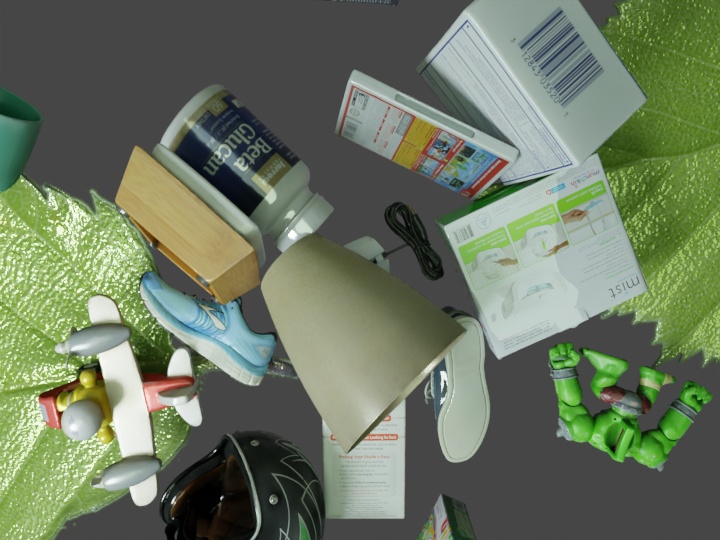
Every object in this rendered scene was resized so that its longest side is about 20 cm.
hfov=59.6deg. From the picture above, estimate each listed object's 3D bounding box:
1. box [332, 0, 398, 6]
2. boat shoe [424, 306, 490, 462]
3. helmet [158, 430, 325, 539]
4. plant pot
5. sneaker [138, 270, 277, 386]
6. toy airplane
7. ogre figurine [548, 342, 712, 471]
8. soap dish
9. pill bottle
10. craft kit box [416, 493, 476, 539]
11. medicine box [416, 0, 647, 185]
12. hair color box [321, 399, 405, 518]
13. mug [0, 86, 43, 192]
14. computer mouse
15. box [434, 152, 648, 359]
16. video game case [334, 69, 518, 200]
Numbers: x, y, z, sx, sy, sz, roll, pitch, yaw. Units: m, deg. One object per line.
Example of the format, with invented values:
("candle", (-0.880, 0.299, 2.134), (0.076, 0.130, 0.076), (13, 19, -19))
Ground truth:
("box", (-0.037, -0.418, 0.704), (0.178, 0.104, 0.205), (2, 99, 1))
("boat shoe", (0.120, 0.147, 0.812), (0.073, 0.062, 0.204), (-12, 108, -14))
("helmet", (-0.134, 0.302, 0.774), (0.190, 0.200, 0.202), (-38, 98, -11))
("plant pot", (-0.015, 0.061, 0.705), (0.187, 0.187, 0.200), (-45, 78, 7))
("sneaker", (-0.192, 0.060, 0.806), (0.199, 0.078, 0.091), (37, 78, -9))
("toy airplane", (-0.290, 0.161, 0.755), (0.199, 0.141, 0.200), (39, 108, 6))
("ogre figurine", (0.329, 0.175, 0.803), (0.196, 0.098, 0.122), (19, 87, -14))
("soap dish", (-0.184, -0.040, 0.705), (0.157, 0.200, 0.082), (40, 77, 1))
("pill bottle", (-0.129, -0.112, 0.748), (0.200, 0.111, 0.111), (42, 97, -6))
("craft kit box", (0.087, 0.419, 0.788), (0.048, 0.200, 0.201), (22, 97, -4))
("medicine box", (0.172, -0.203, 0.682), (0.103, 0.200, 0.183), (-40, 97, -4))
("hair color box", (0.004, 0.215, 0.824), (0.108, 0.064, 0.205), (0, 100, 0))
("mug", (-0.465, -0.162, 0.733), (0.150, 0.185, 0.116), (24, 102, -28))
("computer mouse", (0.000, 0.000, 0.800), (0.197, 0.044, 0.111), (-27, 99, 4))
("box", (0.217, -0.020, 0.770), (0.197, 0.097, 0.179), (-25, 99, 3))
("video game case", (0.068, -0.150, 0.729), (0.197, 0.143, 0.018), (25, 77, -4))
